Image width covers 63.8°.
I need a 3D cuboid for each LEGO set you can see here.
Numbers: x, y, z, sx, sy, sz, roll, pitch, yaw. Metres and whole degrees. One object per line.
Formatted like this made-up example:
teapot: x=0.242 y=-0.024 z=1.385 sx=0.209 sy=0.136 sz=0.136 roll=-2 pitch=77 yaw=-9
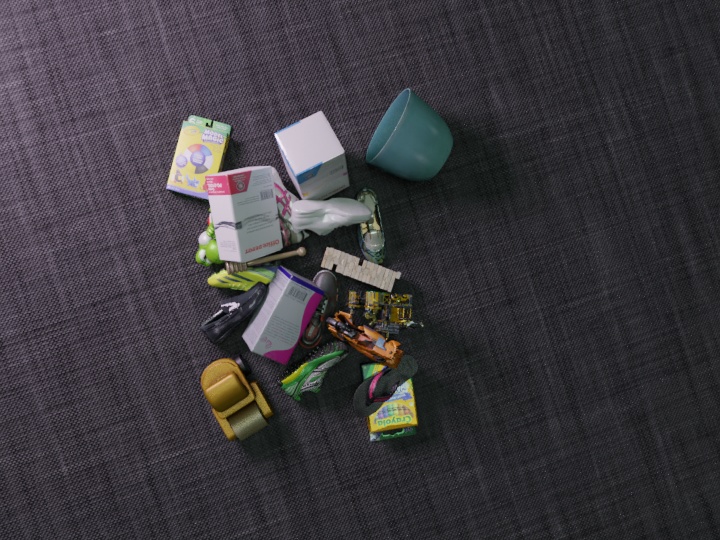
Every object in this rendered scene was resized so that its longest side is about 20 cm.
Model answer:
LEGO set: x=0.048 y=0.112 z=1.411 sx=0.152 sy=0.199 sz=0.118 roll=5 pitch=87 yaw=-26

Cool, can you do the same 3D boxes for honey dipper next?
honey dipper: x=-0.226 y=-0.027 z=1.401 sx=0.197 sy=0.038 sz=0.039 roll=-12 pitch=89 yaw=-17

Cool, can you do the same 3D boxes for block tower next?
block tower: x=0.000 y=0.000 z=1.461 sx=0.197 sy=0.054 sz=0.059 roll=18 pitch=86 yaw=-1

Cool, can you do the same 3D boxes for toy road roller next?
toy road roller: x=-0.301 y=0.307 z=1.375 sx=0.122 sy=0.146 sz=0.202 roll=-30 pitch=91 yaw=-6

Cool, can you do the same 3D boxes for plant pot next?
plant pot: x=0.130 y=-0.316 z=1.432 sx=0.160 sy=0.200 sz=0.203 roll=28 pitch=85 yaw=-17

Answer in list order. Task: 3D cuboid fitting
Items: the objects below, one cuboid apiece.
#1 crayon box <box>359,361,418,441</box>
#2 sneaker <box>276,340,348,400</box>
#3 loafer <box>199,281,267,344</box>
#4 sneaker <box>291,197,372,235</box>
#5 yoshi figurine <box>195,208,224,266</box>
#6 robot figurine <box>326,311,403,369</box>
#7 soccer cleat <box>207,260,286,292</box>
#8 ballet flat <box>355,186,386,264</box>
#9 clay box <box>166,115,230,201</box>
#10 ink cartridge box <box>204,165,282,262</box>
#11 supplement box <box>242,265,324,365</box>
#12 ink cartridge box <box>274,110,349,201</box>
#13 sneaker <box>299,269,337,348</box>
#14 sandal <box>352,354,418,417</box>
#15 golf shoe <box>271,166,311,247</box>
crayon box: x=0.074 y=0.328 z=1.465 sx=0.124 sy=0.052 sz=0.203 roll=-8 pitch=89 yaw=-7
sneaker: x=-0.107 y=0.245 z=1.434 sx=0.199 sy=0.078 sz=0.086 roll=-35 pitch=103 yaw=13
loafer: x=-0.308 y=0.095 z=1.402 sx=0.200 sy=0.068 sz=0.070 roll=-43 pitch=111 yaw=11
sneaker: x=-0.072 y=-0.124 z=1.422 sx=0.197 sy=0.076 sz=0.089 roll=0 pitch=126 yaw=-9
yoshi figurine: x=-0.332 y=-0.099 z=1.411 sx=0.111 sy=0.112 sz=0.202 roll=23 pitch=88 yaw=-11
robot figurine: x=0.007 y=0.165 z=1.405 sx=0.198 sy=0.145 sz=0.059 roll=28 pitch=73 yaw=20
soccer cleat: x=-0.276 y=0.027 z=1.431 sx=0.197 sy=0.065 sz=0.085 roll=-9 pitch=91 yaw=-7
ballet flat: x=0.024 y=-0.115 z=1.469 sx=0.073 sy=0.074 sz=0.203 roll=-13 pitch=90 yaw=-7
clay box: x=-0.399 y=-0.282 z=1.438 sx=0.113 sy=0.048 sz=0.203 roll=13 pitch=87 yaw=-6
ink cartridge box: x=-0.270 y=-0.134 z=1.362 sx=0.144 sy=0.083 sz=0.203 roll=-24 pitch=113 yaw=-49
supplement box: x=-0.187 y=0.107 z=1.393 sx=0.101 sy=0.103 sz=0.202 roll=28 pitch=91 yaw=-30
ink cartridge box: x=-0.113 y=-0.258 z=1.404 sx=0.127 sy=0.200 sz=0.126 roll=-27 pitch=73 yaw=-7
sneaker: x=-0.101 y=0.098 z=1.438 sx=0.076 sy=0.082 sz=0.203 roll=14 pitch=86 yaw=-6
sandal: x=0.059 y=0.280 z=1.416 sx=0.199 sy=0.045 sz=0.075 roll=-40 pitch=92 yaw=-6
golf shoe: x=-0.189 y=-0.165 z=1.450 sx=0.091 sy=0.072 sz=0.203 roll=-20 pitch=98 yaw=-23
